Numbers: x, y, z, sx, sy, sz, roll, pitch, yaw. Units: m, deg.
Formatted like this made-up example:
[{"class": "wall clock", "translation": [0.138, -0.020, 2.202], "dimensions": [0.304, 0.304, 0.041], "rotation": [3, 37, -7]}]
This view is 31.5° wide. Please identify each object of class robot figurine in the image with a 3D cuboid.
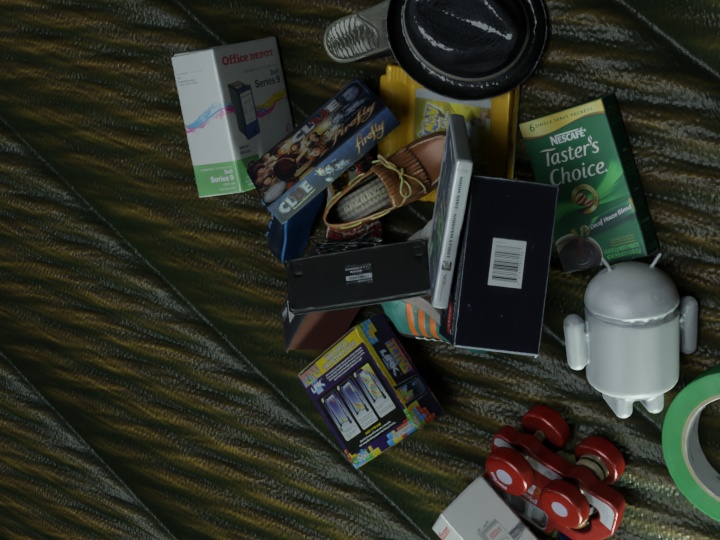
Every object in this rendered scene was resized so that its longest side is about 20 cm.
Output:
[{"class": "robot figurine", "translation": [0.327, 0.075, 1.541], "dimensions": [0.113, 0.169, 0.201], "rotation": [-123, 27, -66]}]

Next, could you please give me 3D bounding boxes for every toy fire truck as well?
[{"class": "toy fire truck", "translation": [0.253, 0.289, 1.685], "dimensions": [0.199, 0.112, 0.168], "rotation": [30, 143, 25]}]

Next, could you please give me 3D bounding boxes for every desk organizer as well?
[{"class": "desk organizer", "translation": [-0.050, 0.041, 1.812], "dimensions": [0.200, 0.077, 0.072], "rotation": [120, 146, -55]}]

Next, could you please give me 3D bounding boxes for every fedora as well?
[{"class": "fedora", "translation": [0.126, -0.297, 1.542], "dimensions": [0.199, 0.092, 0.202], "rotation": [1, 98, 8]}]

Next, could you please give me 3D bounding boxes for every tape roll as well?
[{"class": "tape roll", "translation": [0.465, 0.210, 1.534], "dimensions": [0.200, 0.048, 0.202], "rotation": [12, 111, 32]}]

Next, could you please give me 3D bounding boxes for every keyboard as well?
[{"class": "keyboard", "translation": [0.000, 0.000, 1.692], "dimensions": [0.199, 0.040, 0.105], "rotation": [-8, 74, 9]}]

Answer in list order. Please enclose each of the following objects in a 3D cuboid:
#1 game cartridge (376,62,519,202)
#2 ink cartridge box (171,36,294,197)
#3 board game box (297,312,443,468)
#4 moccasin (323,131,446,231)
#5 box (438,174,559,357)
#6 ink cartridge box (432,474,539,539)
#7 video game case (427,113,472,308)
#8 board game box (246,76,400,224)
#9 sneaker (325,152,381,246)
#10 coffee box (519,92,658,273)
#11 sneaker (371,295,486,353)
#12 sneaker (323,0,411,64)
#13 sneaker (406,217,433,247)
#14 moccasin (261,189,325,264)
[{"class": "game cartridge", "translation": [0.110, -0.173, 1.675], "dimensions": [0.199, 0.032, 0.177], "rotation": [13, 112, 30]}, {"class": "ink cartridge box", "translation": [-0.172, -0.217, 1.788], "dimensions": [0.087, 0.145, 0.201], "rotation": [-5, 101, 36]}, {"class": "board game box", "translation": [0.011, 0.173, 1.807], "dimensions": [0.166, 0.057, 0.200], "rotation": [59, 144, 7]}, {"class": "moccasin", "translation": [0.038, -0.115, 1.657], "dimensions": [0.201, 0.078, 0.074], "rotation": [-25, 92, 16]}, {"class": "box", "translation": [0.162, -0.008, 1.541], "dimensions": [0.103, 0.182, 0.201], "rotation": [7, 91, -1]}, {"class": "ink cartridge box", "translation": [0.193, 0.386, 1.718], "dimensions": [0.200, 0.083, 0.147], "rotation": [48, 166, 13]}, {"class": "video game case", "translation": [0.106, -0.076, 1.543], "dimensions": [0.023, 0.200, 0.183], "rotation": [7, 112, -2]}, {"class": "board game box", "translation": [-0.053, -0.161, 1.679], "dimensions": [0.200, 0.136, 0.035], "rotation": [-40, 120, 3]}, {"class": "sneaker", "translation": [-0.011, -0.099, 1.766], "dimensions": [0.077, 0.082, 0.201], "rotation": [-1, 124, -9]}, {"class": "coffee box", "translation": [0.279, -0.105, 1.568], "dimensions": [0.123, 0.044, 0.201], "rotation": [-12, 97, 37]}, {"class": "sneaker", "translation": [0.098, 0.063, 1.741], "dimensions": [0.200, 0.071, 0.080], "rotation": [33, 136, 20]}, {"class": "sneaker", "translation": [0.053, -0.317, 1.653], "dimensions": [0.199, 0.106, 0.075], "rotation": [-11, 96, 7]}, {"class": "sneaker", "translation": [0.148, 0.000, 1.672], "dimensions": [0.200, 0.078, 0.099], "rotation": [48, 117, 18]}, {"class": "moccasin", "translation": [-0.107, -0.084, 1.800], "dimensions": [0.068, 0.080, 0.200], "rotation": [47, 143, 18]}]
